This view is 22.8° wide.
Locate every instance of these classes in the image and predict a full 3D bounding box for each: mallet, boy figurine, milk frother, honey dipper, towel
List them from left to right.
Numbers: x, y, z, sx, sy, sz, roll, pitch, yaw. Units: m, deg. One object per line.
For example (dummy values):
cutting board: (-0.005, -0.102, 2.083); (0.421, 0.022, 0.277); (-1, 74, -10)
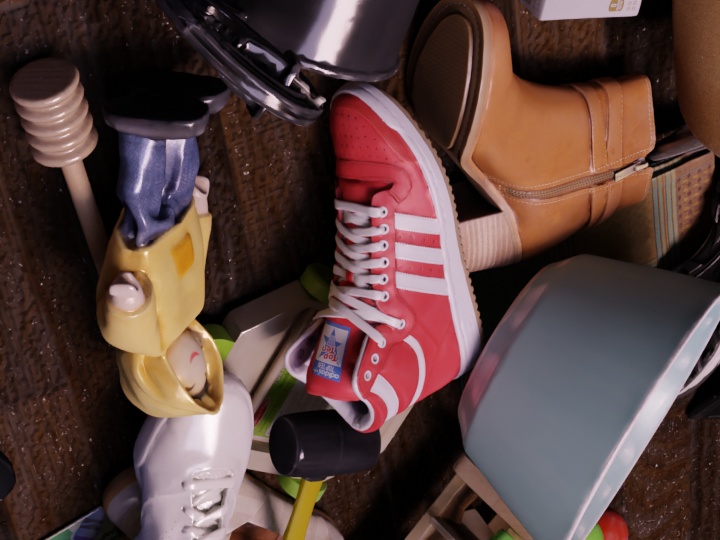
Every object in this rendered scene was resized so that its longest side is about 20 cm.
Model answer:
honey dipper: (-0.150, -0.028, 0.982); (0.038, 0.038, 0.201); (-22, 135, -13)
boy figurine: (-0.108, -0.002, 0.970); (0.064, 0.124, 0.201); (7, 115, 12)
mallet: (-0.035, 0.172, 1.139); (0.065, 0.041, 0.201); (-8, 126, -28)
milk frother: (-0.010, -0.182, 0.829); (0.180, 0.200, 0.189); (9, 119, -30)
towel: (0.150, 0.006, 1.193); (0.199, 0.022, 0.147); (-24, 134, -15)

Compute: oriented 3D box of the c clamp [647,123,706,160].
c clamp: (0.274, -0.116, 1.091); (0.199, 0.171, 0.027); (-27, 97, -8)

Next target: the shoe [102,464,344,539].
shoe: (-0.079, 0.170, 1.162); (0.199, 0.053, 0.070); (23, 111, -40)

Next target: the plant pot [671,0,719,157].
plant pot: (0.247, -0.184, 0.968); (0.186, 0.187, 0.201); (-31, 135, -6)

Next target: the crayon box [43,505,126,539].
crayon box: (-0.177, 0.259, 1.176); (0.125, 0.052, 0.201); (-30, 133, -6)

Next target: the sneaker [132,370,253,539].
sneaker: (-0.099, 0.159, 1.061); (0.075, 0.089, 0.201); (6, 114, -29)

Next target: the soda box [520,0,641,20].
soda box: (0.130, -0.238, 0.961); (0.068, 0.064, 0.201); (-7, 126, -25)

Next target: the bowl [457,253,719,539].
bowl: (0.133, 0.071, 1.101); (0.201, 0.105, 0.201); (-53, 164, -22)

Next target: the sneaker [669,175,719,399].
sneaker: (0.253, 0.006, 1.195); (0.079, 0.074, 0.201); (11, 117, -44)

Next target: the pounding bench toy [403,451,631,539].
pounding bench toy: (0.084, 0.205, 1.186); (0.156, 0.124, 0.200); (-53, 158, 15)

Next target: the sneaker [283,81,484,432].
sneaker: (0.000, 0.000, 1.025); (0.112, 0.071, 0.201); (-35, 120, -29)

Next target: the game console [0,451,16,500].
game console: (-0.300, 0.163, 0.985); (0.200, 0.117, 0.176); (-38, 134, 2)

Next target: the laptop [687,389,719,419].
laptop: (0.357, 0.019, 1.330); (0.186, 0.117, 0.200); (1, 152, -30)

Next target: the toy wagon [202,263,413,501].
toy wagon: (-0.048, 0.066, 1.110); (0.199, 0.040, 0.156); (16, 114, -37)

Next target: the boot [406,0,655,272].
boot: (0.109, -0.095, 1.060); (0.154, 0.074, 0.201); (-19, 138, -20)
